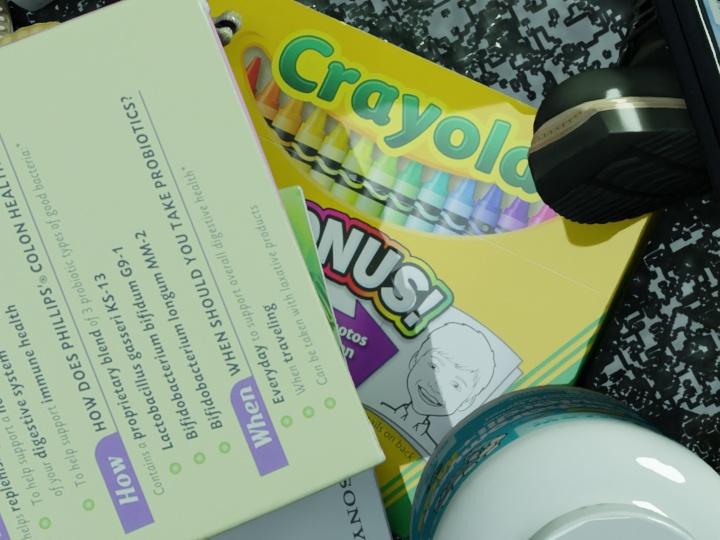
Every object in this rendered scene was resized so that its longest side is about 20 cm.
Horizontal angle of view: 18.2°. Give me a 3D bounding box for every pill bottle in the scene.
[{"bbox_3d":[0.074,0.101,0.758,0.110,0.200,0.112,0,92,-2],"label":"pill bottle"}]

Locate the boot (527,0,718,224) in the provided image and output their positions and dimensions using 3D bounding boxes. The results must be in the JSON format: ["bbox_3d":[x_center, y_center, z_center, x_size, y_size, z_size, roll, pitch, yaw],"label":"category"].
[{"bbox_3d":[0.108,-0.095,0.827,0.077,0.199,0.139,-25,78,33],"label":"boot"}]

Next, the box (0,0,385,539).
[{"bbox_3d":[-0.119,0.023,0.770,0.199,0.097,0.177,-22,89,-12],"label":"box"}]

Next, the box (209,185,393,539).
[{"bbox_3d":[-0.099,0.062,0.835,0.199,0.036,0.145,-15,87,-12],"label":"box"}]

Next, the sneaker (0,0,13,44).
[{"bbox_3d":[-0.177,-0.016,0.939,0.071,0.113,0.201,2,58,13],"label":"sneaker"}]

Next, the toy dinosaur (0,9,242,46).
[{"bbox_3d":[-0.144,-0.065,0.881,0.198,0.058,0.102,1,47,9],"label":"toy dinosaur"}]

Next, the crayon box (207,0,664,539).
[{"bbox_3d":[0.000,0.000,0.900,0.199,0.058,0.173,25,92,11],"label":"crayon box"}]

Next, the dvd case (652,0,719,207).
[{"bbox_3d":[0.175,-0.033,0.787,0.017,0.199,0.144,-30,60,32],"label":"dvd case"}]

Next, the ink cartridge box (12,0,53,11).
[{"bbox_3d":[-0.101,-0.244,0.940,0.197,0.047,0.201,-29,85,9],"label":"ink cartridge box"}]
